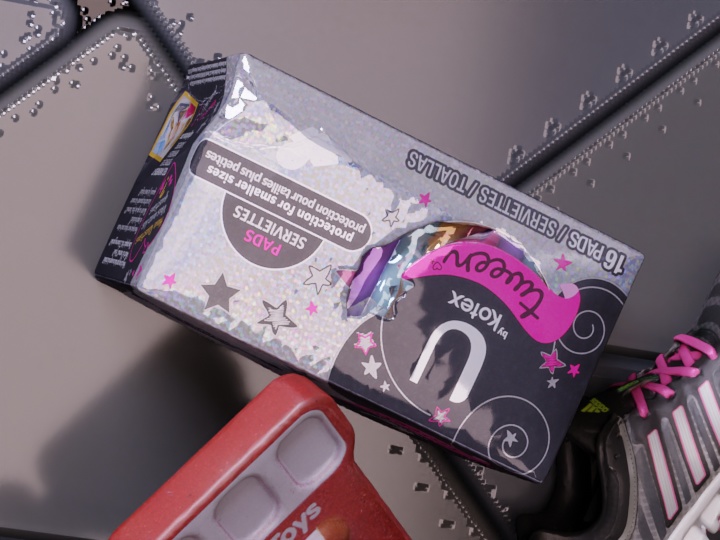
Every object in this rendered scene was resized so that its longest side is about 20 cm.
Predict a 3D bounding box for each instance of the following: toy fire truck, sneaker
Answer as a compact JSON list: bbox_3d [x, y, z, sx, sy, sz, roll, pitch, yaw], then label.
[{"bbox_3d":[-0.065,0.154,1.096,0.200,0.112,0.168,-41,136,-8],"label":"toy fire truck"},{"bbox_3d":[0.138,0.071,1.194,0.087,0.074,0.201,27,92,-20],"label":"sneaker"}]

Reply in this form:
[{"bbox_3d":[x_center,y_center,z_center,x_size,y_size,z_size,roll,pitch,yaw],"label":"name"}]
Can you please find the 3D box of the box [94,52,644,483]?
[{"bbox_3d":[0.000,0.000,1.126,0.199,0.132,0.115,25,86,-14],"label":"box"}]
